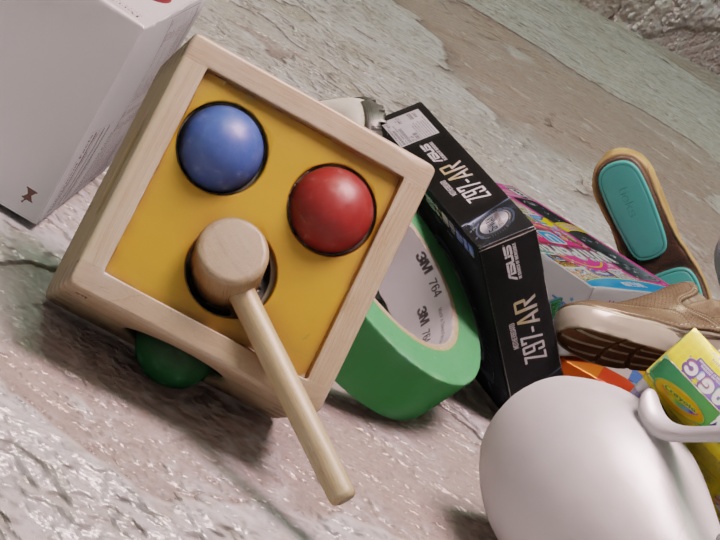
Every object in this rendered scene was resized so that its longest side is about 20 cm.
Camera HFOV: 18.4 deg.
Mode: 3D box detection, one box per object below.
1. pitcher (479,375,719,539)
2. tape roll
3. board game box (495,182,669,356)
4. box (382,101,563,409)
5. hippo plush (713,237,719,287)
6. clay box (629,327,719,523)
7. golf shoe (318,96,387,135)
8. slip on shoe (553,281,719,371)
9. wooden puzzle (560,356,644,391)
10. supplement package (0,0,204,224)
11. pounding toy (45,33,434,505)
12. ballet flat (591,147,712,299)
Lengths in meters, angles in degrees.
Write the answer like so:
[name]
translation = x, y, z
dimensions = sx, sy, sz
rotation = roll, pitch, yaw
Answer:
[pitcher]
translation = 0.163, 0.129, 1.262
dimensions = 0.121, 0.172, 0.200
rotation = 11, 26, -39
[tape roll]
translation = 0.000, 0.000, 1.444
dimensions = 0.200, 0.048, 0.201
rotation = 45, 24, -26
[board game box]
translation = 0.138, -0.004, 1.741
dimensions = 0.200, 0.064, 0.147
rotation = 36, 18, 35
[box]
translation = 0.077, -0.006, 1.570
dimensions = 0.200, 0.043, 0.161
rotation = -126, -161, -52
[hippo plush]
translation = 0.333, 0.062, 1.818
dimensions = 0.160, 0.200, 0.161
rotation = 54, 38, -18
[clay box]
translation = 0.211, 0.109, 1.354
dimensions = 0.115, 0.048, 0.200
rotation = 47, -18, 9
[golf shoe]
translation = -0.057, -0.088, 1.617
dimensions = 0.088, 0.078, 0.200
rotation = 9, -8, -34
[slip on shoe]
translation = 0.219, 0.037, 1.560
dimensions = 0.199, 0.061, 0.076
rotation = 11, -16, -29
[wooden puzzle]
translation = 0.187, 0.081, 1.713
dimensions = 0.200, 0.037, 0.185
rotation = 34, 15, 5
[supplement package]
translation = -0.230, -0.157, 1.434
dimensions = 0.191, 0.147, 0.200
rotation = 31, 14, -1
[pounding toy]
translation = -0.061, 0.002, 1.235
dimensions = 0.184, 0.201, 0.142
rotation = 28, -13, -12
[ballet flat]
translation = 0.244, -0.007, 1.801
dimensions = 0.063, 0.068, 0.201
rotation = -39, 113, -71
